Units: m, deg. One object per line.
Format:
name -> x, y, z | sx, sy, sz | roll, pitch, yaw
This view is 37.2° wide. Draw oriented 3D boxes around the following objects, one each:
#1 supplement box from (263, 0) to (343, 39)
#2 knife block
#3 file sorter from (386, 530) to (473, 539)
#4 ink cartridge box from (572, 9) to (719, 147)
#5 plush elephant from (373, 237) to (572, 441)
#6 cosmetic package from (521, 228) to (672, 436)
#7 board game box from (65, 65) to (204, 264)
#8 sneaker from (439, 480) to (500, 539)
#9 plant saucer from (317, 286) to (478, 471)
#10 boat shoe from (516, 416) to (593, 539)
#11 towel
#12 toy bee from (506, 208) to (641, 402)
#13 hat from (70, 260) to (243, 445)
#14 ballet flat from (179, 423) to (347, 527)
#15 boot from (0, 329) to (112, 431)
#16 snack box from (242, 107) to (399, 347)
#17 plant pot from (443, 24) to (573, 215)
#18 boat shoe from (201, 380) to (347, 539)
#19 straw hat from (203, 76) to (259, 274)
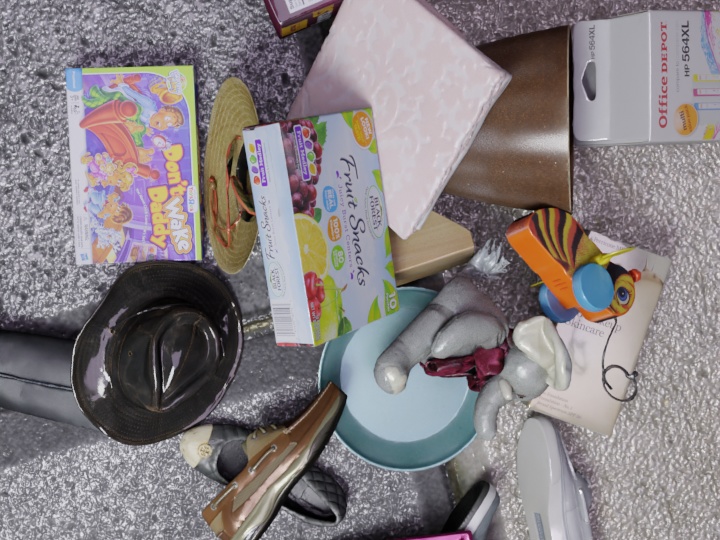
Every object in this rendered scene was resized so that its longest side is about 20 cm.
supplement box -> -0.010, -0.321, 1.097 | 0.197, 0.110, 0.087 | -23, 96, -2
knife block -> 0.000, 0.000, 1.124 | 0.198, 0.064, 0.177 | 27, 83, 10
file sorter -> 0.019, 0.364, 1.106 | 0.197, 0.125, 0.141 | -12, 87, 21
ink cartridge box -> 0.313, -0.193, 1.097 | 0.197, 0.125, 0.131 | -6, 97, -25
plush elephant -> 0.123, 0.090, 1.078 | 0.155, 0.165, 0.200 | 43, 79, 6
cosmetic package -> 0.252, 0.065, 1.170 | 0.102, 0.073, 0.203 | 17, 94, -5
board game box -> -0.236, -0.111, 1.130 | 0.132, 0.045, 0.204 | -3, 95, -4
sneaker -> 0.134, 0.342, 1.176 | 0.119, 0.084, 0.202 | 27, 100, -1
plant saucer -> 0.050, 0.117, 1.177 | 0.196, 0.036, 0.204 | 0, 94, -5
boat shoe -> 0.226, 0.258, 1.190 | 0.068, 0.072, 0.204 | -11, 89, -25
towel -> 0.029, -0.165, 1.043 | 0.191, 0.032, 0.201 | 43, 122, 19
toy bee -> 0.230, 0.014, 1.083 | 0.108, 0.130, 0.202 | -40, 119, -36
hat -> -0.195, 0.094, 1.104 | 0.198, 0.081, 0.204 | -8, 105, -30
ballet flat -> -0.103, 0.219, 1.162 | 0.197, 0.057, 0.067 | 24, 92, -6
boot -> -0.344, 0.072, 1.126 | 0.197, 0.066, 0.168 | 14, 102, -3
snack box -> -0.033, -0.044, 1.010 | 0.052, 0.141, 0.204 | -2, 101, 36
plant pot -> 0.118, -0.150, 1.100 | 0.196, 0.187, 0.190 | 0, 95, 12
boat shoe -> -0.091, 0.195, 1.114 | 0.073, 0.076, 0.201 | 35, 78, 8
straw hat -> -0.094, -0.095, 1.089 | 0.084, 0.200, 0.205 | -1, 95, -25
